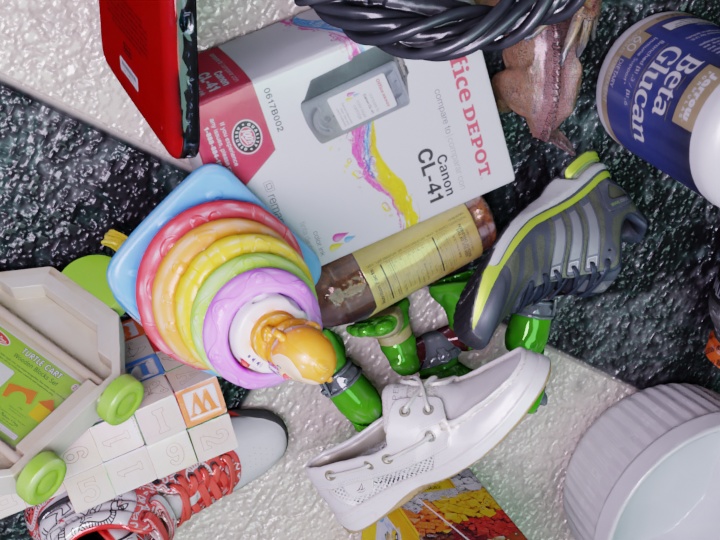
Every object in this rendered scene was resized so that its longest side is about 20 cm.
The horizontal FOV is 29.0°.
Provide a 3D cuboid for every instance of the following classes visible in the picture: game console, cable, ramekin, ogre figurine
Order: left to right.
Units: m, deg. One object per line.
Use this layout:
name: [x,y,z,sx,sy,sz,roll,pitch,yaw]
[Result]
game console: [-0.078,-0.177,0.794,0.118,0.200,0.173,-8,116,-18]
ogre figurine: [0.064,0.071,1.042,0.200,0.098,0.120,-25,104,-28]
cable: [0.054,-0.199,0.866,0.200,0.163,0.051,-26,158,2]
ramekin: [0.266,0.189,1.173,0.200,0.105,0.200,-10,118,-19]

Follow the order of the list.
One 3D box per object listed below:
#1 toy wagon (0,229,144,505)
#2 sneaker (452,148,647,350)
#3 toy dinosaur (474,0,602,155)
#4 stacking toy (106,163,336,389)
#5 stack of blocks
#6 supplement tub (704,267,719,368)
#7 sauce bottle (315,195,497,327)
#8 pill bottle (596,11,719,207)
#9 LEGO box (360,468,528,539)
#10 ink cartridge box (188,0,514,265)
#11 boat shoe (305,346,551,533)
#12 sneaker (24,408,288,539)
toy wagon: [-0.209,0.054,0.881,0.200,0.155,0.040,-45,155,-27]
sneaker: [0.139,-0.008,0.988,0.200,0.081,0.074,-45,170,-32]
toy dinosaur: [0.124,-0.148,0.933,0.086,0.136,0.200,-18,120,-15]
stacking toy: [-0.060,0.026,0.796,0.110,0.200,0.116,-48,118,-4]
stack of blocks: [-0.195,0.104,0.930,0.200,0.115,0.059,-21,120,-12]
supplement tub: [0.354,-0.007,1.106,0.122,0.123,0.200,9,110,-26]
sauce bottle: [0.000,0.000,0.995,0.200,0.066,0.066,-27,121,-7]
pill bottle: [0.259,-0.105,0.973,0.111,0.200,0.111,-9,117,-19]
LEGO box: [0.058,0.265,1.094,0.077,0.149,0.200,-5,116,-21]
ink cartridge box: [-0.014,-0.095,0.930,0.200,0.086,0.148,-24,120,-9]
boat shoe: [0.041,0.107,0.964,0.200,0.071,0.069,-39,100,23]
sneaker: [-0.133,0.165,0.988,0.201,0.108,0.067,-12,118,-18]
